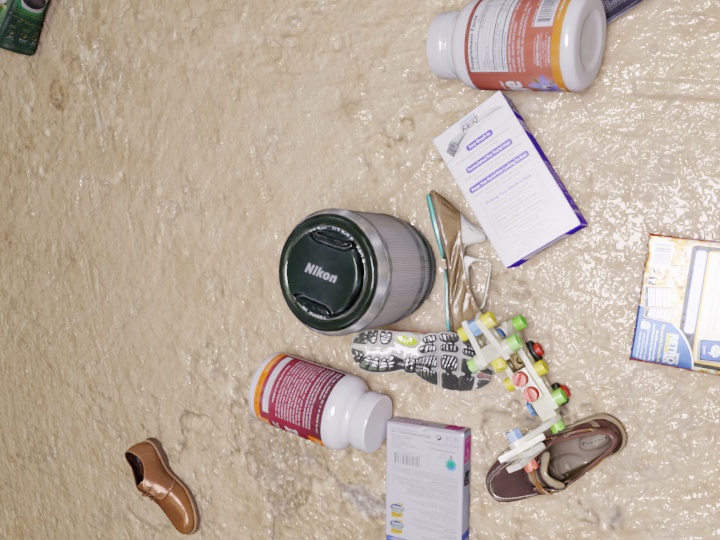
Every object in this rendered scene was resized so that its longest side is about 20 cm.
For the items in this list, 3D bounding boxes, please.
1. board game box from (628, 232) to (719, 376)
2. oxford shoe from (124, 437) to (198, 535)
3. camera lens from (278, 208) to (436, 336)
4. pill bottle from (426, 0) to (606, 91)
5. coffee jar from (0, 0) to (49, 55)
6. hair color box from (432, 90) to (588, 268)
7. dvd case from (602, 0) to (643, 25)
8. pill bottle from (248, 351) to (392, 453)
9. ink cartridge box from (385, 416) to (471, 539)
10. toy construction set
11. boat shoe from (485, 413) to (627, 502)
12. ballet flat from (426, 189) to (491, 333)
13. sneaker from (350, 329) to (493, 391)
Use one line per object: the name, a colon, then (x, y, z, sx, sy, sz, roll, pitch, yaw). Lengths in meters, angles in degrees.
board game box: (0.418, 0.044, 0.675, 0.199, 0.046, 0.152, 10, 96, 29)
oxford shoe: (-0.372, 0.407, 1.117, 0.200, 0.071, 0.071, 48, 111, 17)
camera lens: (0.000, 0.000, 0.819, 0.159, 0.200, 0.161, 1, 93, 29)
pill bottle: (0.187, -0.280, 0.750, 0.200, 0.112, 0.113, 15, 99, 38)
coffee jar: (-0.698, -0.555, 1.246, 0.085, 0.104, 0.200, 39, 108, 20)
hair color box: (0.192, -0.116, 0.787, 0.109, 0.065, 0.200, -33, 78, 27)
dvd case: (0.299, -0.381, 0.715, 0.200, 0.016, 0.149, -27, 78, 43)
pill bottle: (-0.059, 0.200, 0.909, 0.199, 0.113, 0.113, 13, 98, 29)
ink cartridge box: (0.096, 0.319, 0.869, 0.119, 0.042, 0.201, 2, 90, 29)
toy construction set: (0.197, 0.142, 0.754, 0.092, 0.131, 0.201, -20, 82, 29)
boat shoe: (0.238, 0.245, 0.768, 0.200, 0.072, 0.072, -33, 76, 26)
ballet flat: (0.139, -0.015, 0.825, 0.072, 0.068, 0.201, -9, 87, 9)
sneaker: (0.087, 0.113, 0.848, 0.199, 0.085, 0.077, 12, 92, 6)
